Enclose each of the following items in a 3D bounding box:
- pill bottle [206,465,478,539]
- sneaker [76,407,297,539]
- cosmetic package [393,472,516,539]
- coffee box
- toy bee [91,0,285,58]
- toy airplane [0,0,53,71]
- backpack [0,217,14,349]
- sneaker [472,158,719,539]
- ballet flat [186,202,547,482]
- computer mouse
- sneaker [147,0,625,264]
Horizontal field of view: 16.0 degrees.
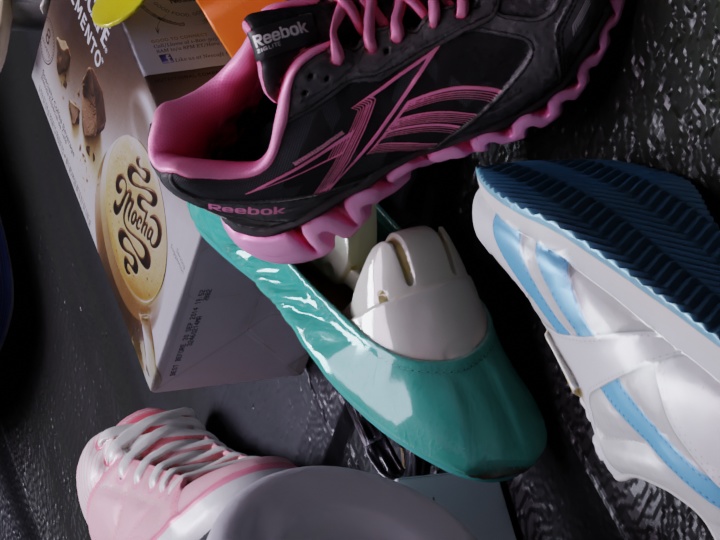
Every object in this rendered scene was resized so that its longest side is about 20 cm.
[{"bbox_3d":[-0.028,0.178,0.952,0.114,0.114,0.200,62,144,39],"label":"pill bottle"},{"bbox_3d":[-0.087,0.103,1.215,0.200,0.075,0.105,-52,54,60],"label":"sneaker"},{"bbox_3d":[0.030,0.200,1.019,0.151,0.051,0.201,128,132,-56],"label":"cosmetic package"},{"bbox_3d":[-0.078,-0.060,1.168,0.113,0.080,0.200,113,143,-45],"label":"coffee box"},{"bbox_3d":[-0.065,-0.168,1.101,0.109,0.130,0.201,-70,-32,-70],"label":"toy bee"},{"bbox_3d":[-0.170,-0.214,1.268,0.200,0.141,0.199,-51,52,11],"label":"toy airplane"},{"bbox_3d":[-0.293,0.013,1.543,0.200,0.153,0.191,115,150,-55],"label":"backpack"},{"bbox_3d":[0.091,0.021,0.841,0.200,0.076,0.081,-132,43,-55],"label":"sneaker"},{"bbox_3d":[0.000,0.000,0.991,0.200,0.067,0.071,43,139,33],"label":"ballet flat"},{"bbox_3d":[0.015,-0.009,1.051,0.059,0.034,0.201,10,109,46],"label":"computer mouse"},{"bbox_3d":[0.005,-0.077,0.916,0.200,0.095,0.079,-37,54,22],"label":"sneaker"}]
